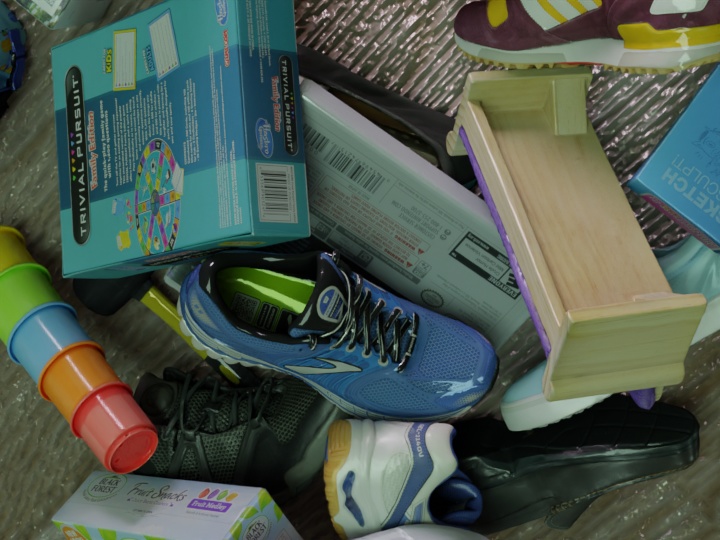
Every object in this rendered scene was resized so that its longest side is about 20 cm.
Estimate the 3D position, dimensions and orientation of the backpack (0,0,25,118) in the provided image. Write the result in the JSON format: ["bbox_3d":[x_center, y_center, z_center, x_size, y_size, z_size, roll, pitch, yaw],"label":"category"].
[{"bbox_3d":[-0.330,-0.134,1.050,0.182,0.200,0.135,43,111,2],"label":"backpack"}]

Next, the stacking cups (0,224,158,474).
[{"bbox_3d":[-0.197,0.052,1.093,0.200,0.060,0.061,44,114,30],"label":"stacking cups"}]

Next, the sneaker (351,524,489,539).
[{"bbox_3d":[-0.003,0.200,0.963,0.197,0.071,0.074,-5,136,-22],"label":"sneaker"}]

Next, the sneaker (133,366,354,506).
[{"bbox_3d":[-0.084,0.100,1.079,0.114,0.077,0.199,39,134,-15],"label":"sneaker"}]

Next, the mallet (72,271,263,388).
[{"bbox_3d":[-0.101,0.043,1.122,0.199,0.041,0.066,36,114,0],"label":"mallet"}]

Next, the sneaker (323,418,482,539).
[{"bbox_3d":[0.035,0.166,1.036,0.087,0.076,0.201,-5,141,9],"label":"sneaker"}]

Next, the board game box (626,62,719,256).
[{"bbox_3d":[0.278,-0.050,0.956,0.199,0.040,0.154,37,89,3],"label":"board game box"}]

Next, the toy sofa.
[{"bbox_3d":[0.115,-0.017,0.949,0.082,0.202,0.098,-5,140,-16],"label":"toy sofa"}]

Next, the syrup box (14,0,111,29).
[{"bbox_3d":[-0.238,-0.247,1.057,0.199,0.081,0.079,39,109,4],"label":"syrup box"}]

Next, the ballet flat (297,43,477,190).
[{"bbox_3d":[-0.019,-0.095,1.038,0.198,0.069,0.069,20,122,11],"label":"ballet flat"}]

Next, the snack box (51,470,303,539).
[{"bbox_3d":[-0.097,0.201,1.080,0.199,0.053,0.143,-4,127,49],"label":"snack box"}]

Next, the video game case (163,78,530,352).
[{"bbox_3d":[0.000,0.000,1.040,0.199,0.023,0.182,34,127,-10],"label":"video game case"}]

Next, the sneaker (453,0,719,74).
[{"bbox_3d":[0.131,-0.163,0.949,0.199,0.074,0.091,10,109,46],"label":"sneaker"}]

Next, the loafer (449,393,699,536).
[{"bbox_3d":[0.127,0.130,1.065,0.198,0.073,0.073,-10,111,28],"label":"loafer"}]

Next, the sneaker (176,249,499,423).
[{"bbox_3d":[-0.012,0.038,0.982,0.197,0.089,0.080,15,73,-4],"label":"sneaker"}]

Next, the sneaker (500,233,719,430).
[{"bbox_3d":[0.162,0.023,1.026,0.199,0.074,0.082,-33,87,12],"label":"sneaker"}]

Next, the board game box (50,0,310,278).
[{"bbox_3d":[-0.115,-0.083,1.015,0.199,0.047,0.153,-10,82,47],"label":"board game box"}]
